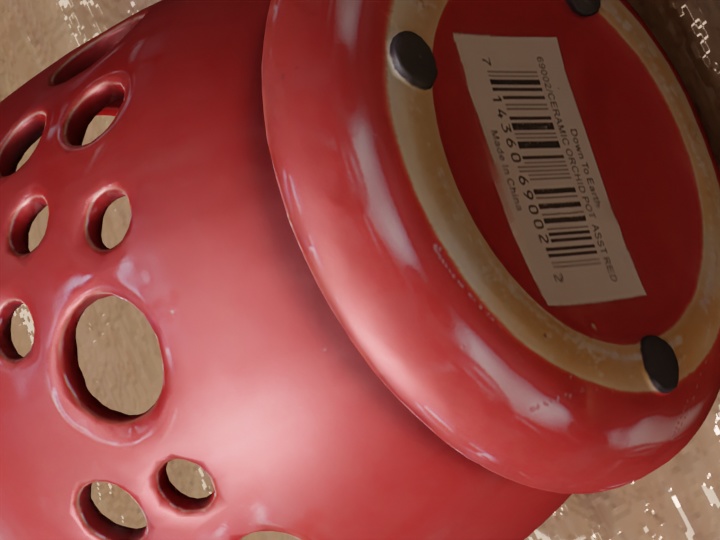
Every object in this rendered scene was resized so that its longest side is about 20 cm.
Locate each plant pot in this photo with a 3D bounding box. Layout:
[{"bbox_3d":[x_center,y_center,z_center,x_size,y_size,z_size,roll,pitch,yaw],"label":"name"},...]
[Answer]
[{"bbox_3d":[0.000,0.000,0.706,0.182,0.200,0.202,-27,83,38],"label":"plant pot"}]
